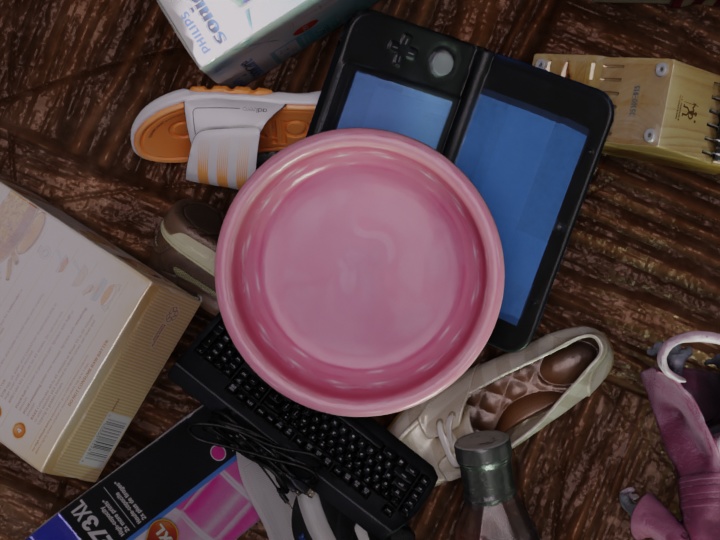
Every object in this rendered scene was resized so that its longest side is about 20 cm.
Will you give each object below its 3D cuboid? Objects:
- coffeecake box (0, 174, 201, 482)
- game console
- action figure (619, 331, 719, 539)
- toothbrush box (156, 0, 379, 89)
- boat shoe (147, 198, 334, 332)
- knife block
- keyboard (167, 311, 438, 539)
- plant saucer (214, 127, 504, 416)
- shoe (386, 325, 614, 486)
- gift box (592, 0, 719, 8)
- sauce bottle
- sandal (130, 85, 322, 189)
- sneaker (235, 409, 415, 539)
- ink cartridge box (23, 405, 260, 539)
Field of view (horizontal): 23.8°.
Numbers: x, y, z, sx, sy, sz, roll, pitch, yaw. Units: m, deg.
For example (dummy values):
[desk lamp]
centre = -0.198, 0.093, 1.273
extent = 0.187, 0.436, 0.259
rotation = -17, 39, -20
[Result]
[coffeecake box]
centre = -0.241, 0.035, 1.236
extent = 0.200, 0.073, 0.154
rotation = 31, 91, 27
[game console]
centre = 0.055, -0.063, 1.213
extent = 0.170, 0.118, 0.200
rotation = 14, 100, -30
[action figure]
centre = 0.260, 0.153, 1.208
extent = 0.134, 0.149, 0.200
rotation = 1, 75, -2
[toothbrush box]
centre = -0.043, -0.220, 1.226
extent = 0.200, 0.146, 0.085
rotation = -31, 87, 2
[boat shoe]
centre = -0.067, 0.028, 1.271
extent = 0.202, 0.075, 0.075
rotation = 34, 117, 1
[knife block]
centre = 0.242, -0.107, 1.257
extent = 0.200, 0.175, 0.064
rotation = 10, 88, 49
[keyboard]
centre = -0.039, 0.110, 1.194
extent = 0.200, 0.040, 0.104
rotation = 36, 51, 2
[plant saucer]
centre = 0.000, 0.000, 1.191
extent = 0.200, 0.051, 0.201
rotation = 1, 97, 4
[shoe]
centre = 0.097, 0.099, 1.258
extent = 0.200, 0.053, 0.070
rotation = -32, 88, 2
[gift box]
centre = 0.240, -0.292, 1.189
extent = 0.184, 0.187, 0.200
rotation = -3, 90, 3
[sauce bottle]
centre = 0.101, 0.216, 1.230
extent = 0.066, 0.066, 0.200
rotation = -9, 105, 3
[sandal]
centre = -0.068, -0.093, 1.253
extent = 0.206, 0.079, 0.059
rotation = -4, 58, 2
[sneaker]
centre = -0.021, 0.167, 1.259
extent = 0.073, 0.112, 0.200
rotation = -35, 56, 32
[ink cartridge box]
centre = -0.154, 0.186, 1.226
extent = 0.200, 0.037, 0.095
rotation = -36, 87, -35
